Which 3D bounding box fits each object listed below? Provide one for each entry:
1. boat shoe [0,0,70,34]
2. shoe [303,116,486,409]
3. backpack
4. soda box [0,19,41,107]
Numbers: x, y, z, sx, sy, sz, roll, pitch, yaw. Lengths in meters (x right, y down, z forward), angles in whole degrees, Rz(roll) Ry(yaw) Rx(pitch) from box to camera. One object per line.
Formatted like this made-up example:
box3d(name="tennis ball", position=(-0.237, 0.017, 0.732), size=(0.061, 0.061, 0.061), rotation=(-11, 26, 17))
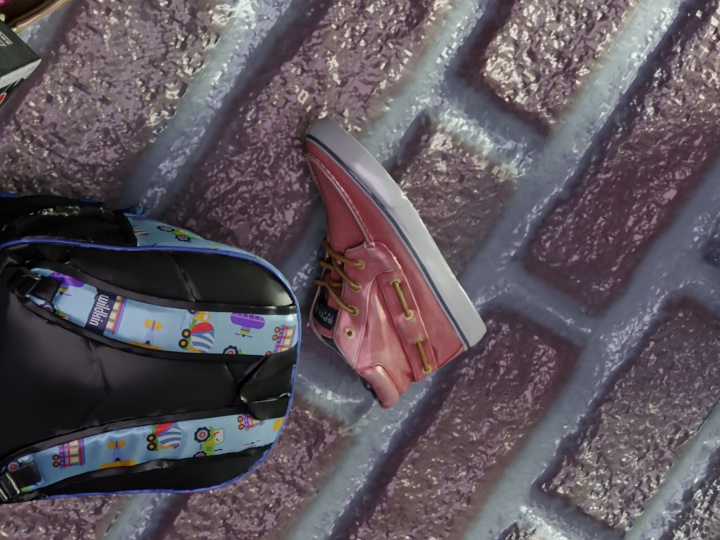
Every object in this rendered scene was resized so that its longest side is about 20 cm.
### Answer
box3d(name="boat shoe", position=(-0.225, -0.162, 1.182), size=(0.200, 0.069, 0.074), rotation=(-33, 118, -5))
box3d(name="shoe", position=(0.000, 0.000, 1.329), size=(0.091, 0.071, 0.200), rotation=(-40, 123, -8))
box3d(name="backpack", position=(-0.144, 0.046, 1.259), size=(0.199, 0.135, 0.183), rotation=(1, 110, -20))
box3d(name="soda box", position=(-0.273, -0.158, 1.117), size=(0.200, 0.071, 0.063), rotation=(45, 108, -3))
